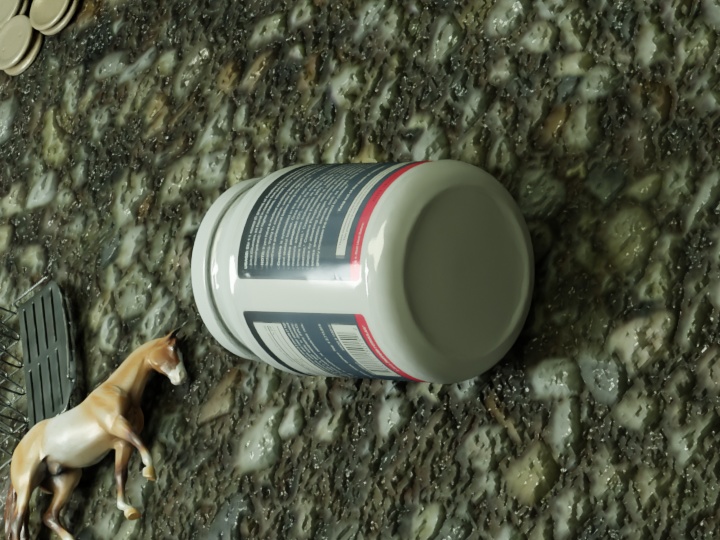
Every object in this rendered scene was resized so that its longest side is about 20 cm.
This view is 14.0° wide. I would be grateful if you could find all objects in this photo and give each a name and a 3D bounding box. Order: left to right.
[{"bbox_3d":[-0.295,0.096,2.222,0.200,0.055,0.154,-37,45,27],"label":"dish rack"},{"bbox_3d":[-0.246,-0.267,2.426,0.200,0.017,0.153,-44,41,20],"label":"memory tile"},{"bbox_3d":[-0.199,0.137,2.092,0.200,0.050,0.133,-38,44,27],"label":"horse figurine"},{"bbox_3d":[0.000,0.000,1.882,0.200,0.140,0.141,1,68,48],"label":"supplement tub"}]
